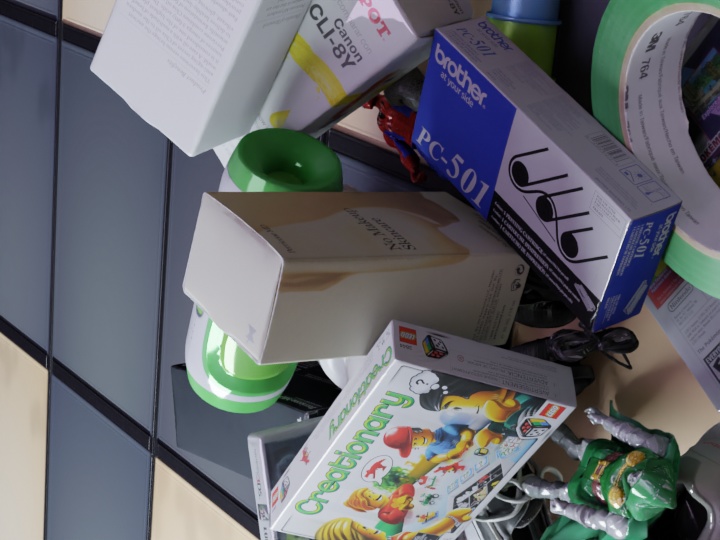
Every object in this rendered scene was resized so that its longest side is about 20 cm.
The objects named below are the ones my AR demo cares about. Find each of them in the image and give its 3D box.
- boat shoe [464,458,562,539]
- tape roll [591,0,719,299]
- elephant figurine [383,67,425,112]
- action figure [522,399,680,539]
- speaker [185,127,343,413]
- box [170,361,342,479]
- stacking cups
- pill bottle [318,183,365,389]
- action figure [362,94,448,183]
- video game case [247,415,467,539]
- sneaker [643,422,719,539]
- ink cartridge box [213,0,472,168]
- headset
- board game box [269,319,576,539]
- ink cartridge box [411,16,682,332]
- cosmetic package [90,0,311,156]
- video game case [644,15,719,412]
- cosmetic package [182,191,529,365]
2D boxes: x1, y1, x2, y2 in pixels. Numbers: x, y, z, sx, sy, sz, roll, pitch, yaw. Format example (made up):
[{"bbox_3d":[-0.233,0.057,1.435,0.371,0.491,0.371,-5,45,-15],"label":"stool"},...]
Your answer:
[{"bbox_3d":[0.102,0.159,0.999,0.068,0.073,0.201,3,117,44],"label":"boat shoe"},{"bbox_3d":[0.210,-0.082,0.781,0.200,0.048,0.202,46,148,40],"label":"tape roll"},{"bbox_3d":[-0.003,-0.234,1.057,0.199,0.142,0.156,23,149,43],"label":"elephant figurine"},{"bbox_3d":[0.152,0.128,0.870,0.119,0.054,0.200,-65,6,-9],"label":"action figure"},{"bbox_3d":[-0.070,0.004,0.990,0.089,0.088,0.201,47,135,36],"label":"speaker"},{"bbox_3d":[-0.045,0.117,1.154,0.199,0.140,0.080,12,106,51],"label":"box"},{"bbox_3d":[0.110,-0.191,0.957,0.060,0.060,0.202,21,113,48],"label":"stacking cups"},{"bbox_3d":[0.004,0.024,1.066,0.200,0.112,0.114,49,133,50],"label":"pill bottle"},{"bbox_3d":[0.057,-0.099,1.059,0.200,0.051,0.066,39,130,44],"label":"action figure"},{"bbox_3d":[0.012,0.193,1.045,0.023,0.199,0.184,-7,92,51],"label":"video game case"},{"bbox_3d":[0.197,0.193,0.887,0.078,0.099,0.202,26,116,47],"label":"sneaker"},{"bbox_3d":[-0.042,-0.178,0.980,0.199,0.083,0.146,-32,88,37],"label":"ink cartridge box"},{"bbox_3d":[0.115,0.040,0.969,0.199,0.093,0.125,8,103,61],"label":"headset"},{"bbox_3d":[0.035,0.116,0.906,0.035,0.125,0.201,-93,26,-42],"label":"board game box"},{"bbox_3d":[0.110,-0.064,0.883,0.200,0.044,0.095,51,146,34],"label":"ink cartridge box"},{"bbox_3d":[-0.090,-0.187,0.911,0.101,0.071,0.201,40,124,15],"label":"cosmetic package"},{"bbox_3d":[0.232,-0.043,0.861,0.183,0.023,0.201,59,138,26],"label":"video game case"},{"bbox_3d":[0.000,0.000,0.893,0.105,0.199,0.072,37,120,44],"label":"cosmetic package"}]
